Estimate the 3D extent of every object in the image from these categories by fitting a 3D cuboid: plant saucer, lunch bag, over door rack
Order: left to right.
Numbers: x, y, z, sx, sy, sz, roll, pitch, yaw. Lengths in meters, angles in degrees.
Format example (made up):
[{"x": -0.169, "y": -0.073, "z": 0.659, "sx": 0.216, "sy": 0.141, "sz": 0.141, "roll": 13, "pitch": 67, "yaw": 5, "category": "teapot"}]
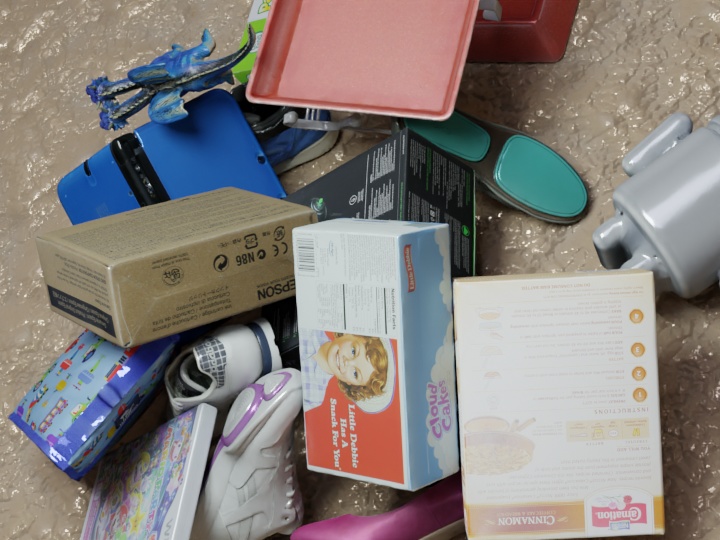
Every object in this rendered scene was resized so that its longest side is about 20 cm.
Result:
[{"x": -0.229, "y": 0.105, "z": 1.394, "sx": 0.094, "sy": 0.200, "sz": 0.151, "roll": 43, "pitch": 78, "yaw": -6, "category": "lunch bag"}, {"x": 0.014, "y": -0.227, "z": 1.423, "sx": 0.198, "sy": 0.037, "sz": 0.201, "roll": 8, "pitch": 72, "yaw": 21, "category": "plant saucer"}, {"x": 0.032, "y": -0.200, "z": 1.495, "sx": 0.198, "sy": 0.067, "sz": 0.149, "roll": 7, "pitch": 84, "yaw": 3, "category": "over door rack"}, {"x": 0.132, "y": -0.305, "z": 1.605, "sx": 0.198, "sy": 0.037, "sz": 0.201, "roll": 5, "pitch": 62, "yaw": 28, "category": "plant saucer"}]

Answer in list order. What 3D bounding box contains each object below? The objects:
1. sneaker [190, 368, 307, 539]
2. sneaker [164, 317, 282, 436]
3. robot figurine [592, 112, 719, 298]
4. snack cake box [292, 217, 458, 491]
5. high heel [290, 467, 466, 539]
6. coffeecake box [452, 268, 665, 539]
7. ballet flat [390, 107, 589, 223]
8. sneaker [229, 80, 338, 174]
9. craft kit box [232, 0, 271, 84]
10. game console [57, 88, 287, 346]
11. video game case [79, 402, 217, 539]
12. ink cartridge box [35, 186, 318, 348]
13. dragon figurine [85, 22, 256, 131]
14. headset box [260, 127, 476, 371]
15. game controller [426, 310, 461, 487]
[{"x": -0.078, "y": 0.165, "z": 1.333, "sx": 0.201, "sy": 0.099, "sz": 0.075, "roll": -60, "pitch": 10, "yaw": 32, "category": "sneaker"}, {"x": -0.143, "y": 0.100, "z": 1.394, "sx": 0.080, "sy": 0.200, "sz": 0.077, "roll": -15, "pitch": 70, "yaw": -33, "category": "sneaker"}, {"x": 0.292, "y": -0.056, "z": 1.320, "sx": 0.199, "sy": 0.113, "sz": 0.170, "roll": -35, "pitch": 67, "yaw": 2, "category": "robot figurine"}, {"x": 0.013, "y": 0.063, "z": 1.248, "sx": 0.114, "sy": 0.067, "sz": 0.202, "roll": 5, "pitch": 102, "yaw": 40, "category": "snack cake box"}, {"x": 0.040, "y": 0.194, "z": 1.306, "sx": 0.198, "sy": 0.067, "sz": 0.097, "roll": -4, "pitch": 68, "yaw": 17, "category": "high heel"}, {"x": 0.152, "y": 0.104, "z": 1.225, "sx": 0.152, "sy": 0.073, "sz": 0.202, "roll": -3, "pitch": 92, "yaw": 2, "category": "coffeecake box"}, {"x": 0.118, "y": -0.102, "z": 1.446, "sx": 0.199, "sy": 0.064, "sz": 0.068, "roll": 28, "pitch": 77, "yaw": -3, "category": "ballet flat"}, {"x": -0.126, "y": -0.124, "z": 1.566, "sx": 0.199, "sy": 0.111, "sz": 0.077, "roll": -31, "pitch": 52, "yaw": 5, "category": "sneaker"}, {"x": -0.026, "y": -0.291, "z": 1.642, "sx": 0.196, "sy": 0.048, "sz": 0.202, "roll": -7, "pitch": 58, "yaw": 38, "category": "craft kit box"}, {"x": -0.168, "y": -0.043, "z": 1.518, "sx": 0.170, "sy": 0.118, "sz": 0.201, "roll": -28, "pitch": 91, "yaw": 41, "category": "game console"}, {"x": -0.194, "y": 0.208, "z": 1.381, "sx": 0.199, "sy": 0.018, "sz": 0.144, "roll": -29, "pitch": 42, "yaw": 50, "category": "video game case"}, {"x": -0.155, "y": -0.008, "z": 1.354, "sx": 0.199, "sy": 0.076, "sz": 0.164, "roll": -17, "pitch": 17, "yaw": -29, "category": "ink cartridge box"}, {"x": -0.172, "y": -0.172, "z": 1.439, "sx": 0.199, "sy": 0.059, "sz": 0.099, "roll": -2, "pitch": 30, "yaw": 48, "category": "dragon figurine"}, {"x": 0.000, "y": 0.000, "z": 1.401, "sx": 0.199, "sy": 0.092, "sz": 0.176, "roll": -27, "pitch": 48, "yaw": 39, "category": "headset box"}, {"x": 0.086, "y": 0.095, "z": 1.308, "sx": 0.200, "sy": 0.042, "sz": 0.104, "roll": -42, "pitch": 93, "yaw": 20, "category": "game controller"}]
